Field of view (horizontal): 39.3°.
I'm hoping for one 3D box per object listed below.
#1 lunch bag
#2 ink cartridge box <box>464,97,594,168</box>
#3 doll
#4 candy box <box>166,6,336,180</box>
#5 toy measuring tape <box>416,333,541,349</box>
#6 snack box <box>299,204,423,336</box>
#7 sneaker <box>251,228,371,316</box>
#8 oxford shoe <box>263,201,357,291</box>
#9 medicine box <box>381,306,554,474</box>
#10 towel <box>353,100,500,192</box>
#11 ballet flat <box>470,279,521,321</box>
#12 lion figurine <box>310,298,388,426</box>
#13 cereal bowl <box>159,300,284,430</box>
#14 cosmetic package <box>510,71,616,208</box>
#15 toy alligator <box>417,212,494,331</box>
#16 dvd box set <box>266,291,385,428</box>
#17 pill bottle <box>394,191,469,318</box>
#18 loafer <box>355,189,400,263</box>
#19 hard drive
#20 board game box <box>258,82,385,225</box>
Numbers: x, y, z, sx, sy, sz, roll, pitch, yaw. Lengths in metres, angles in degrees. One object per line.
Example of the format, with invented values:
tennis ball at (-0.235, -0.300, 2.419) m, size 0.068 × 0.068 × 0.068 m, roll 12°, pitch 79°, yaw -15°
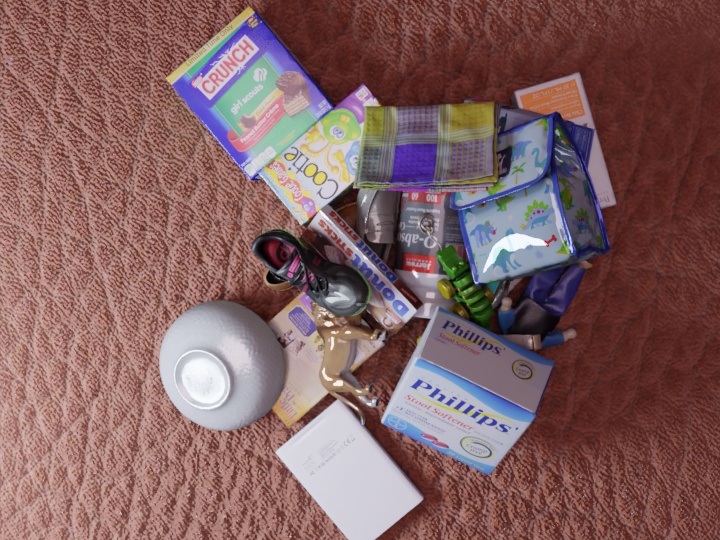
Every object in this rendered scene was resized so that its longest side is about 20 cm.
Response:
lunch bag at (0.221, -0.096, 1.369) m, size 0.170 × 0.127 × 0.200 m, roll -18°, pitch 81°, yaw 40°
ink cartridge box at (0.230, -0.168, 1.442) m, size 0.200 × 0.042 × 0.120 m, roll 21°, pitch 115°, yaw 32°
doll at (0.269, 0.063, 1.504) m, size 0.136 × 0.048 × 0.200 m, roll 30°, pitch 96°, yaw -20°
candy box at (-0.159, -0.264, 1.513) m, size 0.169 × 0.077 × 0.200 m, roll -40°, pitch 88°, yaw 6°
toy measuring tape at (0.178, 0.103, 1.491) m, size 0.200 × 0.074 × 0.074 m, roll -4°, pitch 93°, yaw 28°
snack box at (0.000, 0.000, 1.452) m, size 0.200 × 0.024 × 0.072 m, roll 46°, pitch 133°, yaw 6°
sneaker at (-0.075, 0.007, 1.430) m, size 0.200 × 0.084 × 0.077 m, roll 28°, pitch 103°, yaw 22°
oxford shoe at (-0.061, -0.032, 1.520) m, size 0.200 × 0.071 × 0.071 m, roll -38°, pitch 87°, yaw 4°
medicine box at (0.149, 0.175, 1.442) m, size 0.182 × 0.200 × 0.103 m, roll 25°, pitch 53°, yaw 3°
towel at (0.094, -0.172, 1.380) m, size 0.200 × 0.023 × 0.144 m, roll 1°, pitch 63°, yaw 15°
ballet flat at (0.217, -0.015, 1.498) m, size 0.072 × 0.072 × 0.201 m, roll 16°, pitch 103°, yaw 4°
lion figurine at (-0.028, 0.122, 1.493) m, size 0.122 × 0.072 × 0.200 m, roll 12°, pitch 99°, yaw 20°
cereal bowl at (-0.217, 0.151, 1.507) m, size 0.200 × 0.083 × 0.200 m, roll 5°, pitch 106°, yaw 18°
cosmetic package at (0.297, -0.178, 1.482) m, size 0.101 × 0.071 × 0.200 m, roll -17°, pitch 92°, yaw 5°
toy alligator at (0.140, 0.008, 1.405) m, size 0.059 × 0.054 × 0.200 m, roll -34°, pitch 104°, yaw -13°
dvd box set at (-0.082, 0.123, 1.547) m, size 0.200 × 0.029 × 0.146 m, roll -42°, pitch 89°, yaw 5°
pill bottle at (0.110, -0.033, 1.482) m, size 0.116 × 0.116 × 0.200 m, roll 5°, pitch 93°, yaw 5°
loafer at (0.027, -0.063, 1.480) m, size 0.070 × 0.070 × 0.200 m, roll -7°, pitch 123°, yaw -34°
hard drive at (-0.016, 0.314, 1.554) m, size 0.132 × 0.025 × 0.200 m, roll -40°, pitch 89°, yaw 6°
board game box at (-0.036, -0.168, 1.494) m, size 0.200 × 0.103 × 0.105 m, roll -40°, pitch 89°, yaw 5°
